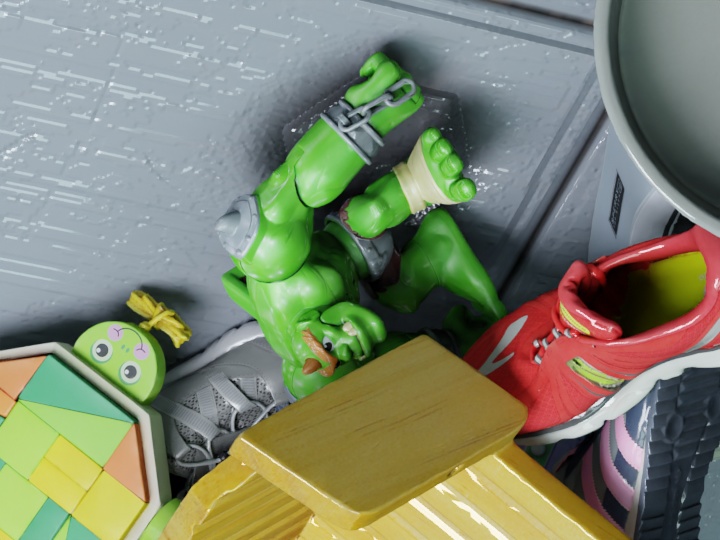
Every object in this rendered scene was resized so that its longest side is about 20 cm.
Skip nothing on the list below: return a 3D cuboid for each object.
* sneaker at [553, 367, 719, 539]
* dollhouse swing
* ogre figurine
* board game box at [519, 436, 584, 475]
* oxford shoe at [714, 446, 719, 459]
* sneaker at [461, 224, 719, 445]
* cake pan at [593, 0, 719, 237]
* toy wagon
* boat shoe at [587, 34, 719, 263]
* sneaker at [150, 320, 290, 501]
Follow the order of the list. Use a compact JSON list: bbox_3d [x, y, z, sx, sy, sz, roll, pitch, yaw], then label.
[{"bbox_3d":[0.134,0.088,1.370,0.070,0.082,0.201,3,104,-45],"label":"sneaker"},{"bbox_3d":[0.013,0.168,1.323,0.181,0.176,0.200,-27,161,-40],"label":"dollhouse swing"},{"bbox_3d":[0.000,0.000,1.340,0.119,0.098,0.200,-31,151,-10],"label":"ogre figurine"},{"bbox_3d":[0.069,0.150,1.445,0.199,0.201,0.026,-21,174,12],"label":"board game box"},{"bbox_3d":[0.198,0.072,1.477,0.199,0.075,0.058,-9,95,10],"label":"oxford shoe"},{"bbox_3d":[0.112,0.022,1.292,0.199,0.077,0.085,-28,150,34],"label":"sneaker"},{"bbox_3d":[0.204,-0.105,1.228,0.199,0.202,0.037,-11,179,1],"label":"cake pan"},{"bbox_3d":[-0.160,0.097,1.376,0.201,0.155,0.040,-55,168,5],"label":"toy wagon"},{"bbox_3d":[0.162,-0.045,1.338,0.068,0.074,0.200,-7,138,-12],"label":"boat shoe"},{"bbox_3d":[-0.078,0.089,1.421,0.199,0.082,0.075,-19,135,8],"label":"sneaker"}]
